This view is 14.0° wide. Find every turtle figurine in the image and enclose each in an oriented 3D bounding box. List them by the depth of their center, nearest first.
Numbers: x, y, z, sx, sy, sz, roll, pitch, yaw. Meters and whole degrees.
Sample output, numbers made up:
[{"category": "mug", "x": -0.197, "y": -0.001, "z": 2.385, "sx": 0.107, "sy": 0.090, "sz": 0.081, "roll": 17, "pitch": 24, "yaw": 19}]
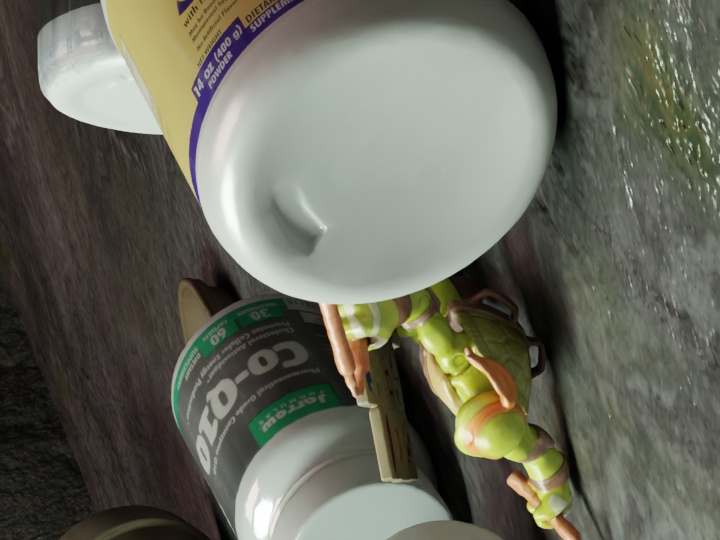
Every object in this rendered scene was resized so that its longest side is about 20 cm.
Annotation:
[{"category": "turtle figurine", "x": 0.038, "y": 0.029, "z": 1.251, "sx": 0.200, "sy": 0.064, "sz": 0.162, "roll": 43, "pitch": -167, "yaw": -32}]

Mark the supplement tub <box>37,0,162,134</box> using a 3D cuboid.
[{"category": "supplement tub", "x": -0.090, "y": -0.174, "z": 1.367, "sx": 0.123, "sy": 0.122, "sz": 0.202, "roll": 117, "pitch": 152, "yaw": -74}]

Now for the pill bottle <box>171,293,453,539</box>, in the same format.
[{"category": "pill bottle", "x": -0.024, "y": 0.104, "z": 1.578, "sx": 0.200, "sy": 0.112, "sz": 0.114, "roll": -127, "pitch": 22, "yaw": -57}]

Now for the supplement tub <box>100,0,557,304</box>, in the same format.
[{"category": "supplement tub", "x": -0.021, "y": -0.098, "z": 1.166, "sx": 0.200, "sy": 0.144, "sz": 0.146, "roll": -121, "pitch": 17, "yaw": -47}]

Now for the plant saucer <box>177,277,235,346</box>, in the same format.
[{"category": "plant saucer", "x": -0.084, "y": 0.098, "z": 2.076, "sx": 0.200, "sy": 0.029, "sz": 0.201, "roll": 163, "pitch": 90, "yaw": -79}]

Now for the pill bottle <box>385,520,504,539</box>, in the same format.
[{"category": "pill bottle", "x": 0.042, "y": 0.211, "z": 1.424, "sx": 0.201, "sy": 0.111, "sz": 0.112, "roll": 87, "pitch": 162, "yaw": -51}]

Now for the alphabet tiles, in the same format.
[{"category": "alphabet tiles", "x": 0.000, "y": 0.000, "z": 1.379, "sx": 0.167, "sy": 0.007, "sz": 0.202, "roll": 30, "pitch": -130, "yaw": -81}]

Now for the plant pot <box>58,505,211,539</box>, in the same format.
[{"category": "plant pot", "x": -0.159, "y": 0.311, "z": 2.432, "sx": 0.173, "sy": 0.199, "sz": 0.201, "roll": 17, "pitch": 125, "yaw": 56}]
